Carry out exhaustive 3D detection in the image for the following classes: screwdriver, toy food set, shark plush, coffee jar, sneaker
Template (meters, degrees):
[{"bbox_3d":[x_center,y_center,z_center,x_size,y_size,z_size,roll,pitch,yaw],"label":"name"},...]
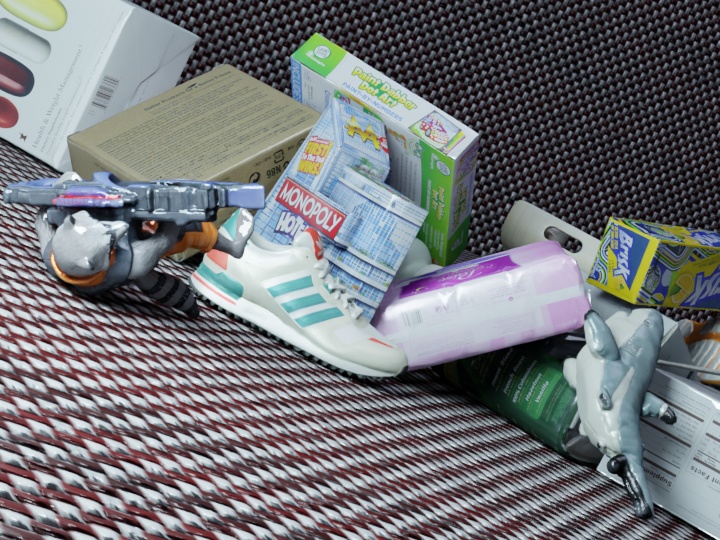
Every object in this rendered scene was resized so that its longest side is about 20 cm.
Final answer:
[{"bbox_3d":[0.258,0.078,1.604,0.200,0.029,0.028,6,18,-23],"label":"screwdriver"},{"bbox_3d":[0.236,0.017,1.838,0.143,0.060,0.200,31,-19,34],"label":"toy food set"},{"bbox_3d":[0.233,0.112,1.482,0.083,0.091,0.200,4,43,-9],"label":"shark plush"},{"bbox_3d":[0.159,0.102,1.646,0.200,0.085,0.104,30,7,41],"label":"coffee jar"},{"bbox_3d":[0.372,0.094,1.783,0.077,0.078,0.200,39,-5,-11],"label":"sneaker"},{"bbox_3d":[-0.040,0.018,1.451,0.200,0.093,0.070,27,5,5],"label":"sneaker"}]

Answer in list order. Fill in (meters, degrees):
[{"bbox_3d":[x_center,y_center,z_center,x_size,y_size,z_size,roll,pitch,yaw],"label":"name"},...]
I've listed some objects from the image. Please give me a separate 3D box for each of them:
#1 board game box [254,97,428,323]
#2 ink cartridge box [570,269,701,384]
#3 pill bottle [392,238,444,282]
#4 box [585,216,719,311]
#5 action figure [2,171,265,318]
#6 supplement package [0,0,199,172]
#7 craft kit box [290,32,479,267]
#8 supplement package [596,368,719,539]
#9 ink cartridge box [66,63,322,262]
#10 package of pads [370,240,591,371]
[{"bbox_3d":[-0.027,-0.046,1.564,0.062,0.200,0.200,24,5,-30],"label":"board game box"},{"bbox_3d":[0.262,0.105,1.737,0.147,0.083,0.200,32,-18,39],"label":"ink cartridge box"},{"bbox_3d":[0.000,0.000,1.731,0.200,0.111,0.111,29,6,28],"label":"pill bottle"},{"bbox_3d":[0.312,-0.004,1.707,0.064,0.070,0.200,30,16,38],"label":"box"},{"bbox_3d":[-0.147,-0.017,1.248,0.200,0.105,0.193,2,0,24],"label":"action figure"},{"bbox_3d":[-0.324,-0.222,1.882,0.200,0.191,0.147,28,5,24],"label":"supplement package"},{"bbox_3d":[0.021,-0.113,1.702,0.197,0.049,0.200,37,-25,19],"label":"craft kit box"},{"bbox_3d":[0.344,0.182,1.619,0.156,0.111,0.200,28,4,33],"label":"supplement package"},{"bbox_3d":[-0.152,-0.108,1.665,0.200,0.075,0.165,-30,43,-31],"label":"ink cartridge box"},{"bbox_3d":[0.104,0.033,1.574,0.200,0.076,0.121,-15,7,1],"label":"package of pads"}]
